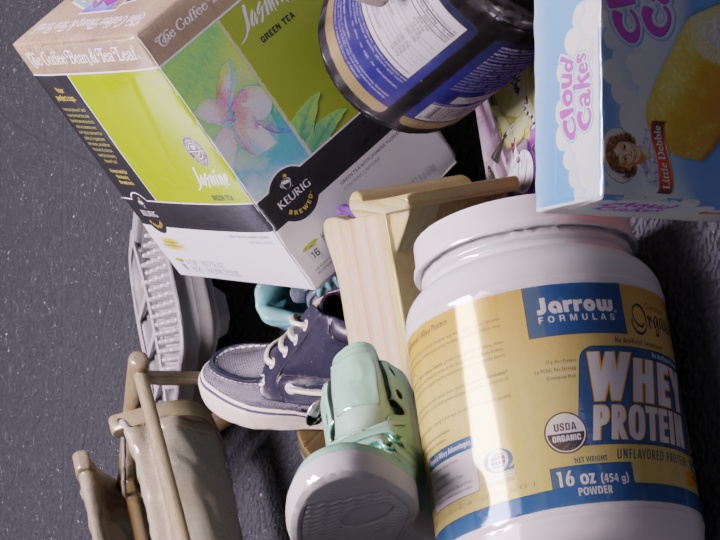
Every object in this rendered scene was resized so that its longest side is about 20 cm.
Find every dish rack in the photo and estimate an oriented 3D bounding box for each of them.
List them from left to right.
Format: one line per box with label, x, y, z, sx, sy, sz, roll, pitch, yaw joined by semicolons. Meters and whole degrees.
dish rack;-0.128;0.020;2.085;0.200;0.043;0.172;102;158;-60

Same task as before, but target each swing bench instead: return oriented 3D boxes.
swing bench;-0.113;0.190;2.000;0.200;0.130;0.199;-54;43;46

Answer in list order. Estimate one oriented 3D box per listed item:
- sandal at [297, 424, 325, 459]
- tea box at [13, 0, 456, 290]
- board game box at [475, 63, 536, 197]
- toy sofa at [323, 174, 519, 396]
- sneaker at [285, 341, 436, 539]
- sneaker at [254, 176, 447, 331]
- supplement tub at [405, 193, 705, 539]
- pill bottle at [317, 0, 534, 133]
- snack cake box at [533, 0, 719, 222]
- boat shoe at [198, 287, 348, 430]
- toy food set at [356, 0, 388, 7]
sandal;0.020;0.141;1.831;0.200;0.080;0.054;52;153;45
tea box;-0.080;-0.106;1.820;0.197;0.134;0.200;54;159;-20
board game box;0.105;-0.122;1.733;0.120;0.032;0.200;-35;57;51
toy sofa;0.050;0.046;1.724;0.098;0.083;0.200;-8;92;59
sneaker;-0.008;0.093;1.606;0.200;0.074;0.118;47;-154;-71
sneaker;0.000;0.000;1.851;0.200;0.086;0.078;-40;53;53
supplement tub;0.102;0.072;1.595;0.145;0.145;0.200;-38;55;55
pill bottle;0.068;-0.164;1.664;0.200;0.112;0.112;-36;56;53
snack cake box;0.155;-0.129;1.547;0.067;0.115;0.200;-12;78;60
boat shoe;-0.028;0.049;1.842;0.200;0.075;0.093;7;124;36
toy food set;-0.013;-0.257;1.670;0.200;0.060;0.144;49;125;49
